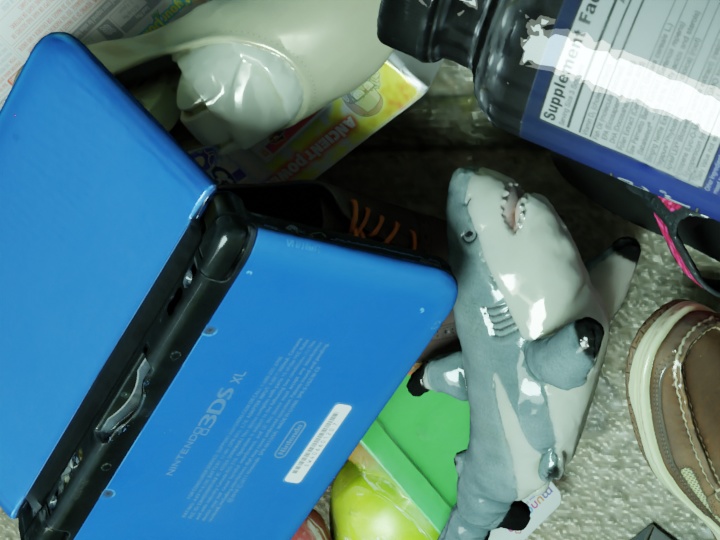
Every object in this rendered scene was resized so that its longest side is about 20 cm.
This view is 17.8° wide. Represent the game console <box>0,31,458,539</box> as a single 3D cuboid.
[{"bbox_3d":[-0.085,0.022,0.978,0.170,0.119,0.200,12,128,-31],"label":"game console"}]

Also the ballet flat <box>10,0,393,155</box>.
[{"bbox_3d":[-0.073,-0.071,0.971,0.199,0.070,0.070,-13,119,34],"label":"ballet flat"}]

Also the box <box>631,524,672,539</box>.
[{"bbox_3d":[0.177,0.235,1.172,0.200,0.041,0.156,37,134,-4],"label":"box"}]

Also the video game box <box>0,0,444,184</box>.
[{"bbox_3d":[-0.088,-0.105,1.027,0.182,0.047,0.200,46,133,-10],"label":"video game box"}]

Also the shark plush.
[{"bbox_3d":[0.061,0.049,1.007,0.083,0.091,0.200,19,133,9],"label":"shark plush"}]

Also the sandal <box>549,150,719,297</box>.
[{"bbox_3d":[0.170,-0.013,0.968,0.200,0.045,0.075,30,136,2],"label":"sandal"}]

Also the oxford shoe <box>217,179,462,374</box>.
[{"bbox_3d":[0.000,0.000,1.007,0.199,0.071,0.073,5,159,-11],"label":"oxford shoe"}]

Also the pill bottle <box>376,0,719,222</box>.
[{"bbox_3d":[0.113,-0.090,0.889,0.199,0.112,0.112,24,134,9],"label":"pill bottle"}]

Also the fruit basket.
[{"bbox_3d":[-0.029,0.110,1.083,0.200,0.094,0.185,-42,107,-2],"label":"fruit basket"}]

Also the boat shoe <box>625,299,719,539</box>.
[{"bbox_3d":[0.187,0.095,1.022,0.075,0.075,0.203,18,149,48],"label":"boat shoe"}]
